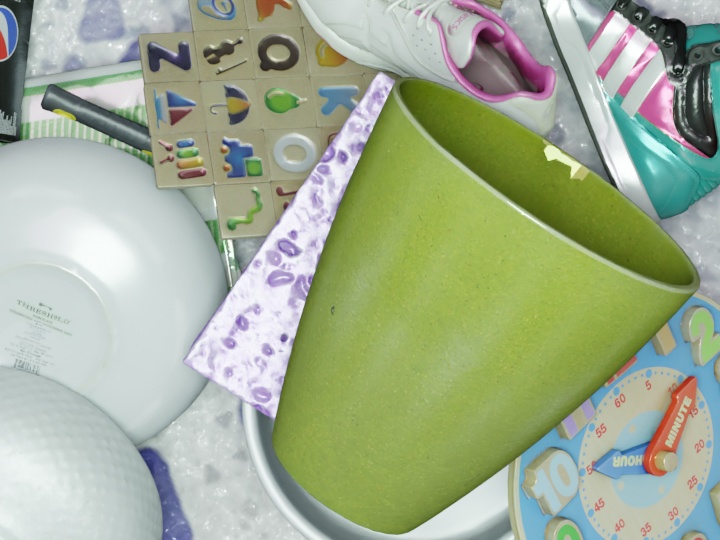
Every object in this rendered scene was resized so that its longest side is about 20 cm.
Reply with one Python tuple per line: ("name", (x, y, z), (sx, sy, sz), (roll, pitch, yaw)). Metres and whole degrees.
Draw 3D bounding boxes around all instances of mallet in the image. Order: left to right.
("mallet", (-0.097, -0.060, 1.189), (0.200, 0.066, 0.041), (22, 71, -2))

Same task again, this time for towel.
("towel", (-0.150, -0.027, 1.224), (0.152, 0.023, 0.200), (-8, 91, 5))

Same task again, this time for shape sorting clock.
("shape sorting clock", (0.165, 0.108, 1.141), (0.200, 0.039, 0.200), (-4, 97, -33))

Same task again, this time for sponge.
("sponge", (0.000, 0.000, 1.126), (0.112, 0.030, 0.200), (34, 91, -3))

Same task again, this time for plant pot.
("plant pot", (0.044, 0.034, 1.039), (0.187, 0.187, 0.200), (34, 106, 3))

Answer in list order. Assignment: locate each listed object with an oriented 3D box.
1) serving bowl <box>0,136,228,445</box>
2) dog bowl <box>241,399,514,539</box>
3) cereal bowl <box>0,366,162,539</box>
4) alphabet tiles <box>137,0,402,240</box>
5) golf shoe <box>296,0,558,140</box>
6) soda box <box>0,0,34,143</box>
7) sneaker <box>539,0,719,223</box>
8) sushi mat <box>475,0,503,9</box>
("serving bowl", (-0.181, 0.026, 1.168), (0.200, 0.066, 0.200), (2, 108, 6))
("dog bowl", (0.033, 0.078, 1.182), (0.200, 0.079, 0.200), (0, 90, 4))
("cereal bowl", (-0.220, 0.159, 1.155), (0.200, 0.083, 0.200), (5, 120, 8))
("alphabet tiles", (-0.028, -0.099, 1.178), (0.200, 0.006, 0.167), (-4, 69, -15))
("golf shoe", (0.040, -0.144, 1.159), (0.200, 0.092, 0.075), (41, 66, 7))
("soda box", (-0.241, -0.180, 1.199), (0.071, 0.063, 0.200), (7, 89, 31))
("sneaker", (0.179, -0.135, 1.170), (0.121, 0.084, 0.200), (-22, 96, 8))
("sushi mat", (-0.002, -0.216, 1.183), (0.200, 0.096, 0.012), (21, 68, 3))
